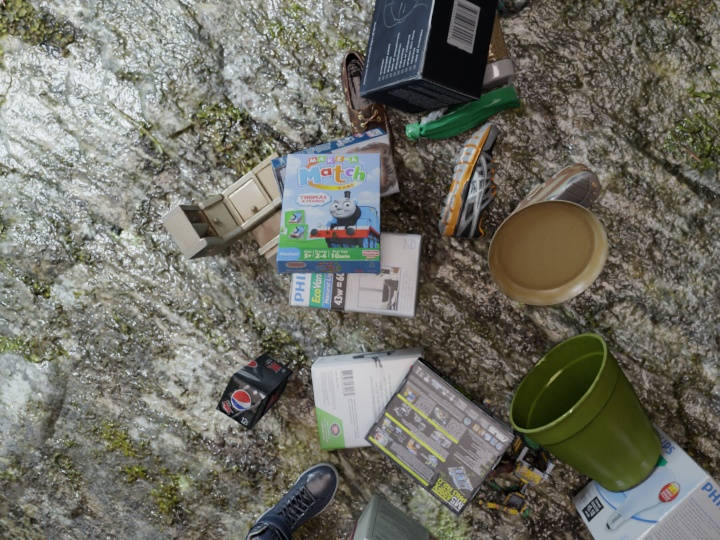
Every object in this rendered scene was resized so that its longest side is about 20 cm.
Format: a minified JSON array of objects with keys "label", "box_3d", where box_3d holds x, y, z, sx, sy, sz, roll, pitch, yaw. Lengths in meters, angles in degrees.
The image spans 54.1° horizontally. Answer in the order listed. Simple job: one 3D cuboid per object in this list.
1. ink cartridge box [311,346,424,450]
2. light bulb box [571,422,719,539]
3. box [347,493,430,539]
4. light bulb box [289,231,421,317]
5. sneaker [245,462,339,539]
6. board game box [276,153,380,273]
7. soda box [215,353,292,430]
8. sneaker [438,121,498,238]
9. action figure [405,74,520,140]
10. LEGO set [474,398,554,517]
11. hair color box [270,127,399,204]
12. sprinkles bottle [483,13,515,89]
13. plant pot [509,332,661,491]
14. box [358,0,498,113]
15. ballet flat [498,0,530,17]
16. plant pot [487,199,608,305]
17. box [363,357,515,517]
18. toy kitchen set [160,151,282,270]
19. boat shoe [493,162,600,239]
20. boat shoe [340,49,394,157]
[{"label":"ink cartridge box","box_3d":[0.023,0.221,1.229,0.194,0.084,0.150,-6,93,7]},{"label":"light bulb box","box_3d":[0.473,0.386,1.122,0.125,0.198,0.200,43,97,-8]},{"label":"box","box_3d":[0.041,0.487,1.184,0.126,0.200,0.111,32,96,4]},{"label":"light bulb box","box_3d":[0.000,0.000,1.154,0.194,0.198,0.129,5,91,5]},{"label":"sneaker","box_3d":[-0.120,0.430,1.229,0.202,0.146,0.077,-45,86,6]},{"label":"board game box","box_3d":[-0.043,-0.088,1.047,0.146,0.037,0.204,0,55,2]},{"label":"soda box","box_3d":[-0.175,0.199,1.193,0.070,0.200,0.064,29,95,4]},{"label":"sneaker","box_3d":[0.197,-0.149,1.198,0.075,0.078,0.205,17,99,-8]},{"label":"action figure","box_3d":[0.167,-0.265,1.184,0.195,0.118,0.056,-19,77,16]},{"label":"LEGO set","box_3d":[0.231,0.328,1.193,0.199,0.116,0.155,40,97,3]},{"label":"hair color box","box_3d":[-0.042,-0.157,1.169,0.195,0.061,0.102,-18,114,-6]},{"label":"sprinkles bottle","box_3d":[0.200,-0.412,1.179,0.066,0.068,0.206,-16,91,7]},{"label":"plant pot","box_3d":[0.378,0.245,1.148,0.200,0.201,0.193,-44,100,7]},{"label":"box","box_3d":[0.105,-0.369,1.106,0.121,0.195,0.206,11,90,-29]},{"label":"ballet flat","box_3d":[0.297,-0.508,1.162,0.072,0.072,0.201,40,97,3]},{"label":"plant pot","box_3d":[0.308,-0.032,1.171,0.194,0.028,0.205,1,124,2]},{"label":"box","box_3d":[0.127,0.267,1.144,0.198,0.044,0.162,36,98,10]},{"label":"toy kitchen set","box_3d":[-0.186,-0.077,1.189,0.198,0.180,0.165,-35,90,7]},{"label":"boat shoe","box_3d":[0.309,-0.105,1.186,0.198,0.073,0.076,-34,123,23]},{"label":"boat shoe","box_3d":[0.009,-0.274,1.210,0.069,0.070,0.205,-19,92,4]}]
